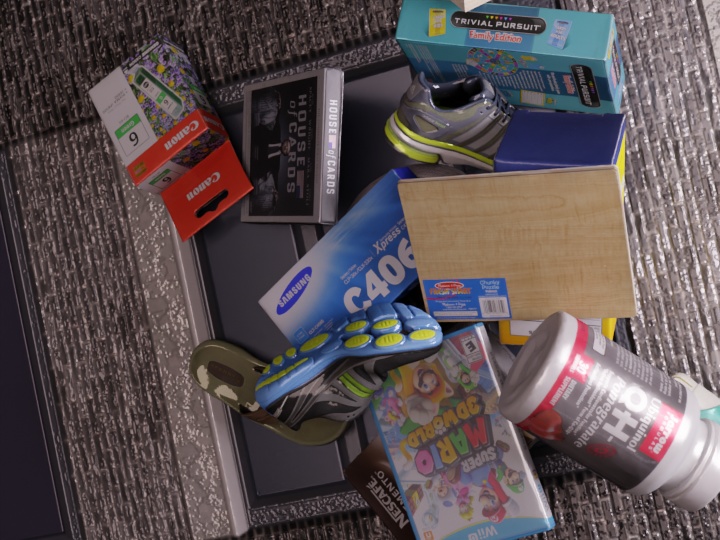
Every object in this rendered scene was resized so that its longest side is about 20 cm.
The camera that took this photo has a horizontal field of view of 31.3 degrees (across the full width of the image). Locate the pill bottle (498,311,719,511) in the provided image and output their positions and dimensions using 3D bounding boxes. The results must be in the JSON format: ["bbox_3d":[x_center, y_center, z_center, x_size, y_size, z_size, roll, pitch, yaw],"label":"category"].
[{"bbox_3d":[0.234,0.132,1.157,0.199,0.111,0.111,31,101,-5],"label":"pill bottle"}]

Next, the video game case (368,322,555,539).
[{"bbox_3d":[0.088,0.166,1.226,0.142,0.018,0.202,-22,86,29],"label":"video game case"}]

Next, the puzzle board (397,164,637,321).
[{"bbox_3d":[0.142,-0.022,1.158,0.198,0.017,0.152,-2,122,21],"label":"puzzle board"}]

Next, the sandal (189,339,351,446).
[{"bbox_3d":[-0.103,0.135,1.379,0.199,0.057,0.080,18,97,17],"label":"sandal"}]

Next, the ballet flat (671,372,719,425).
[{"bbox_3d":[0.288,0.134,1.245,0.198,0.067,0.071,-4,98,19],"label":"ballet flat"}]

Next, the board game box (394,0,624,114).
[{"bbox_3d":[0.148,-0.206,1.239,0.198,0.151,0.047,9,80,17],"label":"board game box"}]

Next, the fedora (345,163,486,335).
[{"bbox_3d":[0.068,-0.012,1.302,0.175,0.090,0.202,14,103,18],"label":"fedora"}]

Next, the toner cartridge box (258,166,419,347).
[{"bbox_3d":[0.000,0.000,1.257,0.200,0.043,0.095,-44,80,21],"label":"toner cartridge box"}]

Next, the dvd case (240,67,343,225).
[{"bbox_3d":[-0.074,-0.123,1.314,0.200,0.025,0.152,4,93,63],"label":"dvd case"}]

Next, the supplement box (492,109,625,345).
[{"bbox_3d":[0.189,-0.037,1.209,0.108,0.110,0.201,5,122,16],"label":"supplement box"}]

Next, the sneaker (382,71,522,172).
[{"bbox_3d":[0.126,-0.144,1.248,0.198,0.074,0.081,3,135,-18],"label":"sneaker"}]

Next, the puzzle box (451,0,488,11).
[{"bbox_3d":[0.098,-0.330,1.242,0.132,0.026,0.200,-29,49,-16],"label":"puzzle box"}]

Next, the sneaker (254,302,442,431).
[{"bbox_3d":[-0.006,0.095,1.229,0.199,0.071,0.083,-27,120,21],"label":"sneaker"}]

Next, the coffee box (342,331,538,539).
[{"bbox_3d":[0.091,0.173,1.283,0.113,0.080,0.200,48,117,14],"label":"coffee box"}]

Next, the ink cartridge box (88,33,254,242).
[{"bbox_3d":[-0.207,-0.144,1.392,0.109,0.050,0.201,-35,68,16],"label":"ink cartridge box"}]
